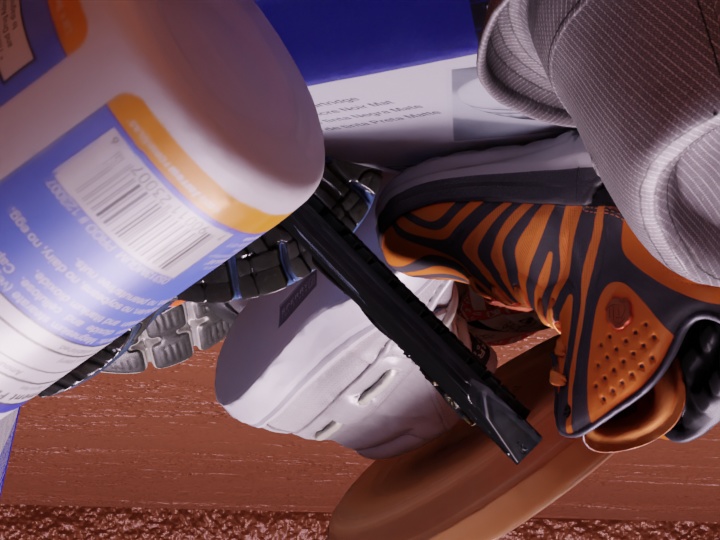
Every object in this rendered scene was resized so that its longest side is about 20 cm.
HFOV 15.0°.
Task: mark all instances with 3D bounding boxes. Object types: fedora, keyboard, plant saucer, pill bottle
[{"bbox_3d":[0.127,-0.052,0.814,0.176,0.091,0.200,-16,159,11],"label":"fedora"},{"bbox_3d":[0.000,0.000,1.051,0.021,0.200,0.127,-42,154,-3],"label":"keyboard"},{"bbox_3d":[0.061,0.080,1.260,0.200,0.032,0.200,-34,-173,5],"label":"plant saucer"},{"bbox_3d":[-0.119,-0.017,0.882,0.200,0.113,0.112,-34,156,20],"label":"pill bottle"}]

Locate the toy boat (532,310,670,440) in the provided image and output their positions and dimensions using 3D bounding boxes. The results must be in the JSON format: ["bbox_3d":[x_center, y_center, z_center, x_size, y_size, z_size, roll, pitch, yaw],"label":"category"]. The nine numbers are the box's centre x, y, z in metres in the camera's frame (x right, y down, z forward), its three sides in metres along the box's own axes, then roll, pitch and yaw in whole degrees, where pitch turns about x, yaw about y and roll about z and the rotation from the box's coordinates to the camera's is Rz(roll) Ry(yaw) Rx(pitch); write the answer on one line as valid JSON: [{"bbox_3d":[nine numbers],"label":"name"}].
[{"bbox_3d":[0.129,0.005,1.129,0.130,0.132,0.200,3,170,-8],"label":"toy boat"}]

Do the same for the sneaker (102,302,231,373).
[{"bbox_3d":[-0.146,0.003,1.374,0.199,0.084,0.081,-11,137,-7],"label":"sneaker"}]

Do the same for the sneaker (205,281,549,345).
[{"bbox_3d":[0.027,-0.005,1.292,0.201,0.068,0.108,10,163,-39],"label":"sneaker"}]

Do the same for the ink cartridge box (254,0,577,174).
[{"bbox_3d":[0.025,-0.076,0.952,0.199,0.041,0.199,-8,166,42],"label":"ink cartridge box"}]

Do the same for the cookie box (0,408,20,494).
[{"bbox_3d":[-0.223,0.030,1.113,0.170,0.075,0.201,17,132,-1],"label":"cookie box"}]

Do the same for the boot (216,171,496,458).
[{"bbox_3d":[0.023,0.017,1.199,0.095,0.074,0.200,21,144,-23],"label":"boot"}]

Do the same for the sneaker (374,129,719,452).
[{"bbox_3d":[0.071,0.012,1.001,0.077,0.113,0.200,2,172,-31],"label":"sneaker"}]

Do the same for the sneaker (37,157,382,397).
[{"bbox_3d":[-0.077,-0.019,1.165,0.199,0.076,0.079,-23,-164,21],"label":"sneaker"}]
